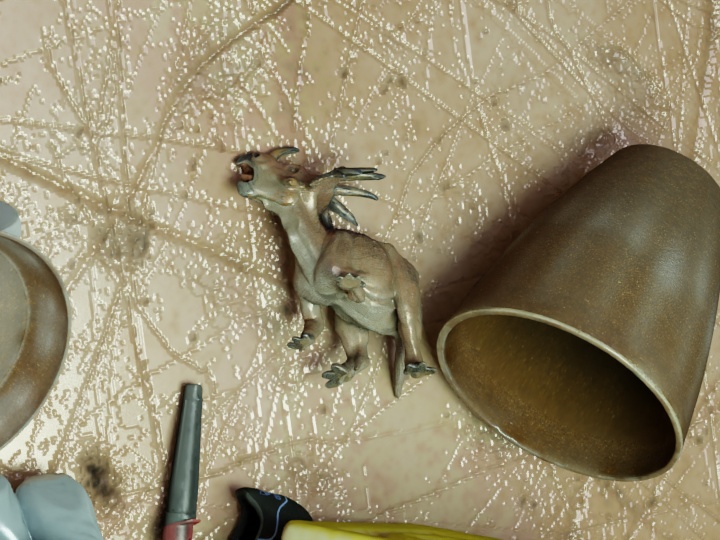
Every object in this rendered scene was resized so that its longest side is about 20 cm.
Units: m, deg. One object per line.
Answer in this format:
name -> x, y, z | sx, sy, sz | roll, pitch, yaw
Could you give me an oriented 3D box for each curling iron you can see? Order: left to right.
curling iron -> -0.122, 0.176, 1.522 | 0.025, 0.050, 0.201 | 9, 75, -4

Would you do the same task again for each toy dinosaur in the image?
toy dinosaur -> 0.000, 0.000, 1.569 | 0.200, 0.085, 0.136 | 46, 35, -37

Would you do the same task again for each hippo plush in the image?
hippo plush -> -0.215, 0.235, 1.449 | 0.198, 0.160, 0.162 | 10, 118, -9

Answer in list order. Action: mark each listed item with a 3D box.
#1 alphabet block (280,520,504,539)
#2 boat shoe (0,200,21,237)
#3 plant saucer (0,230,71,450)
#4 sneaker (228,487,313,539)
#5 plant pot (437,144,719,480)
alphabet block -> 0.057, 0.281, 1.507 | 0.196, 0.194, 0.202 | 12, 85, -62
boat shoe -> -0.308, 0.009, 1.422 | 0.199, 0.071, 0.070 | -20, 128, -29
plant saucer -> -0.277, 0.051, 1.408 | 0.199, 0.034, 0.201 | -21, 132, -24
sneaker -> -0.094, 0.245, 1.535 | 0.078, 0.070, 0.201 | 33, 71, -20
plant pot -> 0.181, 0.013, 1.608 | 0.187, 0.186, 0.201 | 43, 59, -21
